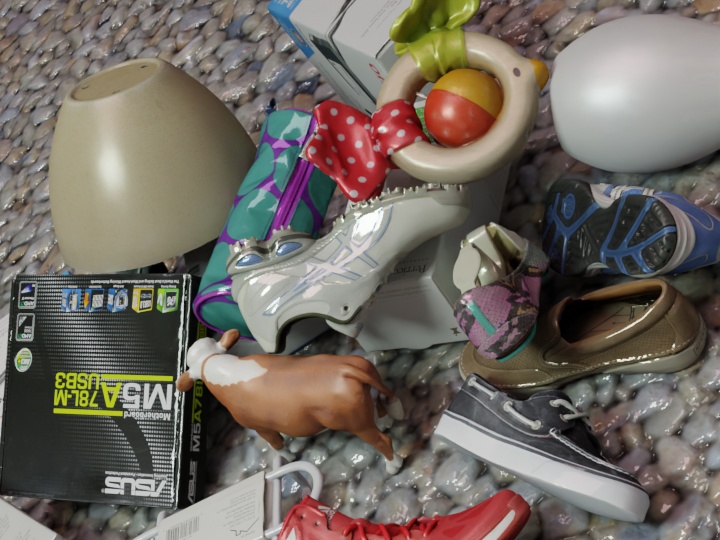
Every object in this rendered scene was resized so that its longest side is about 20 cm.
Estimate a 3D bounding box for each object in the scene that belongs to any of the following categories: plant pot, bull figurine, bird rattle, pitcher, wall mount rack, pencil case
[{"bbox_3d":[-0.192,-0.107,1.417,0.198,0.136,0.201,-15,25,7],"label":"plant pot"},{"bbox_3d":[-0.052,0.103,1.266,0.198,0.122,0.066,3,54,42],"label":"bull figurine"},{"bbox_3d":[0.056,-0.132,1.264,0.162,0.113,0.201,21,64,26],"label":"bird rattle"},{"bbox_3d":[0.260,-0.153,1.267,0.198,0.122,0.172,-5,28,24],"label":"pitcher"},{"bbox_3d":[-0.096,0.236,1.221,0.198,0.075,0.175,-27,36,18],"label":"wall mount rack"},{"bbox_3d":[-0.070,-0.040,1.338,0.092,0.084,0.202,128,162,-61],"label":"pencil case"}]

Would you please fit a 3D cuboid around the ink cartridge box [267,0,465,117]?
[{"bbox_3d":[0.024,-0.200,1.475,0.084,0.145,0.200,-48,38,-7],"label":"ink cartridge box"}]

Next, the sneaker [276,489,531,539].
[{"bbox_3d":[0.013,0.188,1.124,0.199,0.078,0.116,-37,78,4],"label":"sneaker"}]

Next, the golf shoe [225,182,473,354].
[{"bbox_3d":[0.000,0.000,1.223,0.198,0.078,0.098,-20,78,9],"label":"golf shoe"}]

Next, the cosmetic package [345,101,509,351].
[{"bbox_3d":[0.051,-0.040,1.335,0.107,0.085,0.202,-10,46,29],"label":"cosmetic package"}]

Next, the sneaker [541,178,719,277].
[{"bbox_3d":[0.202,-0.026,1.224,0.200,0.076,0.077,-156,71,-64],"label":"sneaker"}]

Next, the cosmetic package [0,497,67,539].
[{"bbox_3d":[-0.292,0.246,1.348,0.199,0.108,0.085,14,65,49],"label":"cosmetic package"}]

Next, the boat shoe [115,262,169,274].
[{"bbox_3d":[-0.188,0.055,1.470,0.062,0.073,0.201,-36,37,6],"label":"boat shoe"}]

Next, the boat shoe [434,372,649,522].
[{"bbox_3d":[0.132,0.118,1.131,0.199,0.071,0.068,18,79,56],"label":"boat shoe"}]

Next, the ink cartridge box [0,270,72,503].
[{"bbox_3d":[-0.284,0.106,1.507,0.116,0.068,0.201,-36,38,7],"label":"ink cartridge box"}]

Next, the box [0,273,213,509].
[{"bbox_3d":[-0.219,0.102,1.382,0.198,0.047,0.196,0,81,30],"label":"box"}]

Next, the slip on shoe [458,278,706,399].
[{"bbox_3d":[0.154,0.047,1.191,0.198,0.061,0.077,-7,49,36],"label":"slip on shoe"}]

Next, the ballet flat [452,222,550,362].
[{"bbox_3d":[0.101,0.006,1.199,0.069,0.071,0.200,-37,7,17],"label":"ballet flat"}]

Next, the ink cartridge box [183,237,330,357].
[{"bbox_3d":[-0.093,-0.009,1.454,0.115,0.067,0.201,-32,39,10],"label":"ink cartridge box"}]
